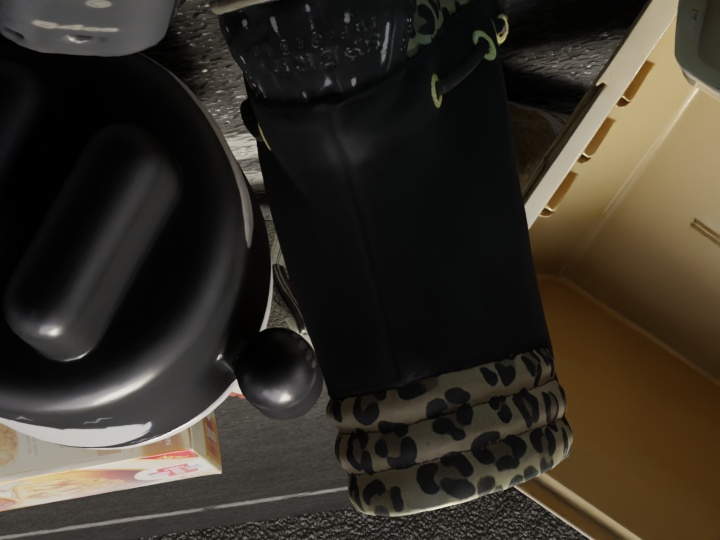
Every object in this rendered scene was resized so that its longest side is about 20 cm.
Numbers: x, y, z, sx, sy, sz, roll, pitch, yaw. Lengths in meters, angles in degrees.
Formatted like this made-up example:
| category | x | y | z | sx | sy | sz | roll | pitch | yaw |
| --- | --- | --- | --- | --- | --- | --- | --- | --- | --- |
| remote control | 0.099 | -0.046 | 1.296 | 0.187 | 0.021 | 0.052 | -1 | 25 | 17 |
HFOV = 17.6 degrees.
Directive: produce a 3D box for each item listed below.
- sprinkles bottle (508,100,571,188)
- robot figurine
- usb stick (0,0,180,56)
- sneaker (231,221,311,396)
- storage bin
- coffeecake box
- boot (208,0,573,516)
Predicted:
| category | x | y | z | sx | sy | sz | roll | pitch | yaw |
| --- | --- | --- | --- | --- | --- | --- | --- | --- | --- |
| sprinkles bottle | 0.050 | -0.034 | 0.901 | 0.068 | 0.068 | 0.200 | -15 | 169 | 29 |
| robot figurine | -0.094 | -0.003 | 0.768 | 0.125 | 0.151 | 0.200 | -22 | 170 | -1 |
| usb stick | -0.063 | -0.092 | 0.566 | 0.055 | 0.033 | 0.200 | -5 | 170 | -10 |
| sneaker | 0.000 | 0.000 | 1.024 | 0.200 | 0.078 | 0.082 | -14 | 172 | -43 |
| storage bin | 0.143 | 0.016 | 0.756 | 0.094 | 0.198 | 0.200 | -55 | 178 | -41 |
| coffeecake box | -0.195 | 0.101 | 1.433 | 0.199 | 0.073 | 0.154 | -10 | 169 | 2 |
| boot | 0.014 | -0.022 | 0.637 | 0.073 | 0.154 | 0.204 | -14 | -178 | 12 |
